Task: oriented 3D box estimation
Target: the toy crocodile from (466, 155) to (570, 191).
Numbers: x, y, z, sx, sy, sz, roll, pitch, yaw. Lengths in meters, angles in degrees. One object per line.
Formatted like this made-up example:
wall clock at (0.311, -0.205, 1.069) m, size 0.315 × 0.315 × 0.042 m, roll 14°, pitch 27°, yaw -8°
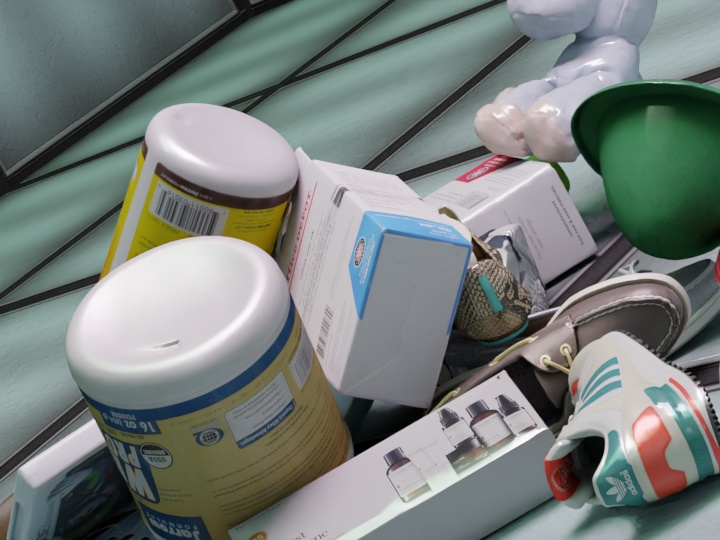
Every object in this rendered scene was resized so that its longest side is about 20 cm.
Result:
toy crocodile at (0.125, -0.070, 2.188) m, size 0.067 × 0.062 × 0.200 m, roll -32°, pitch 12°, yaw -11°

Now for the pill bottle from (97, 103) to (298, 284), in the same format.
pill bottle at (-0.120, -0.008, 1.781) m, size 0.109 × 0.109 × 0.200 m, roll -53°, pitch -14°, yaw -61°

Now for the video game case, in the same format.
video game case at (-0.155, 0.123, 1.765) m, size 0.200 × 0.023 × 0.182 m, roll -34°, pitch -14°, yaw -23°

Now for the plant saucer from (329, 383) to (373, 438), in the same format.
plant saucer at (-0.029, 0.071, 1.847) m, size 0.200 × 0.027 × 0.200 m, roll -47°, pitch 30°, yaw 39°

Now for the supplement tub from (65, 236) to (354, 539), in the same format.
supplement tub at (-0.088, 0.094, 1.623) m, size 0.145 × 0.200 × 0.145 m, roll -14°, pitch 36°, yaw 11°

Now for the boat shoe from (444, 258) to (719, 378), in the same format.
boat shoe at (0.151, 0.037, 1.699) m, size 0.202 × 0.065 × 0.074 m, roll -24°, pitch 14°, yaw 21°

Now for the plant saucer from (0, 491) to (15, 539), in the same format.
plant saucer at (-0.210, 0.162, 1.928) m, size 0.200 × 0.037 × 0.200 m, roll -34°, pitch -7°, yaw -5°

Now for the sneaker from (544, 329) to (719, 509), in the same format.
sneaker at (0.140, 0.092, 1.494) m, size 0.093 × 0.070 × 0.200 m, roll -25°, pitch 14°, yaw -10°

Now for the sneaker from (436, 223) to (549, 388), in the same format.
sneaker at (0.061, 0.036, 1.868) m, size 0.130 × 0.080 × 0.199 m, roll -16°, pitch 26°, yaw 18°

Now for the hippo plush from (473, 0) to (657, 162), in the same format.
hippo plush at (0.190, -0.169, 2.018) m, size 0.200 × 0.161 × 0.159 m, roll 2°, pitch 8°, yaw -9°

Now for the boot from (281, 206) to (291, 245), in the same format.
boot at (-0.039, -0.010, 1.951) m, size 0.097 × 0.075 × 0.200 m, roll -50°, pitch 13°, yaw -23°

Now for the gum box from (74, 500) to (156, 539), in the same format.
gum box at (-0.163, 0.207, 1.774) m, size 0.200 × 0.045 × 0.170 m, roll -33°, pitch 12°, yaw -22°

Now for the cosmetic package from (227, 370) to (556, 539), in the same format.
cosmetic package at (0.023, 0.143, 1.558) m, size 0.200 × 0.051 × 0.083 m, roll -30°, pitch 28°, yaw -3°

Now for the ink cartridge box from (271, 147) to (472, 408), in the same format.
ink cartridge box at (0.000, 0.000, 1.709) m, size 0.068 × 0.116 × 0.200 m, roll 9°, pitch 16°, yaw -21°

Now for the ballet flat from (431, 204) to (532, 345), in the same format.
ballet flat at (0.063, -0.006, 1.735) m, size 0.068 × 0.075 × 0.200 m, roll -28°, pitch 16°, yaw -6°

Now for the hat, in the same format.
hat at (0.197, -0.011, 1.653) m, size 0.166 × 0.200 × 0.176 m, roll 10°, pitch 66°, yaw 15°

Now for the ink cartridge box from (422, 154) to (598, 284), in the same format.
ink cartridge box at (0.065, -0.004, 2.012) m, size 0.200 × 0.083 × 0.145 m, roll -32°, pitch 13°, yaw -8°

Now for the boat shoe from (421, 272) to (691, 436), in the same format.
boat shoe at (0.121, 0.070, 1.628) m, size 0.200 × 0.072 × 0.060 m, roll -30°, pitch 10°, yaw 21°
